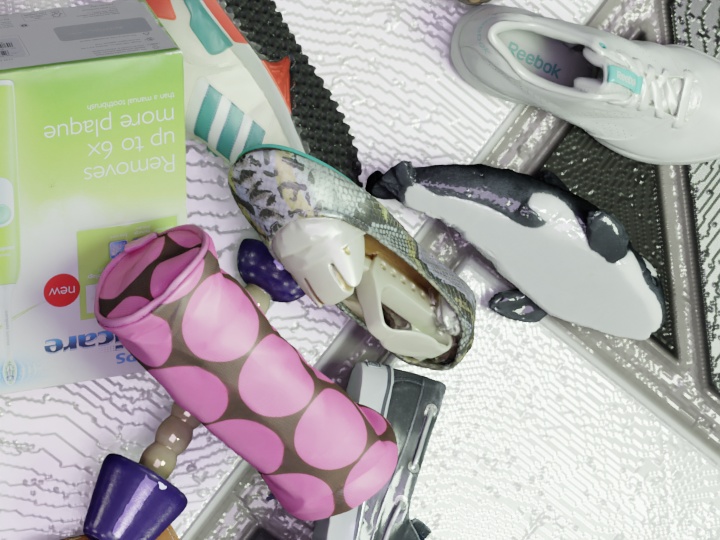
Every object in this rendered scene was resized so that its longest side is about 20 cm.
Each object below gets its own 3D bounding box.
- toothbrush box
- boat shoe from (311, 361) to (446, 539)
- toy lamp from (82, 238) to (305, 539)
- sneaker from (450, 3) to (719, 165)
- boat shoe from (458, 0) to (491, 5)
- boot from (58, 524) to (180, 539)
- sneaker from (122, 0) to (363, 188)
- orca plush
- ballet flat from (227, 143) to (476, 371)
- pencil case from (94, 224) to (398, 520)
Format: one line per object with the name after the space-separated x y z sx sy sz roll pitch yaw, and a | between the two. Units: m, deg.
-0.177 -0.040 1.470 0.145 0.086 0.200 -8 120 -18 | toothbrush box
0.009 0.158 1.563 0.068 0.072 0.200 13 83 -8 | boat shoe
-0.098 0.078 1.530 0.058 0.058 0.200 35 74 -9 | toy lamp
0.156 -0.111 1.564 0.200 0.088 0.075 14 88 -10 | sneaker
0.129 -0.236 1.563 0.200 0.074 0.073 -32 90 -13 | boat shoe
-0.141 0.250 1.545 0.155 0.077 0.200 -29 89 -11 | boot
-0.075 -0.095 1.548 0.093 0.070 0.200 -20 112 25 | sneaker
0.100 -0.029 1.584 0.200 0.071 0.105 18 134 -5 | orca plush
0.000 0.000 1.513 0.200 0.072 0.072 37 86 -36 | ballet flat
-0.066 0.056 1.463 0.091 0.094 0.200 -28 126 18 | pencil case
